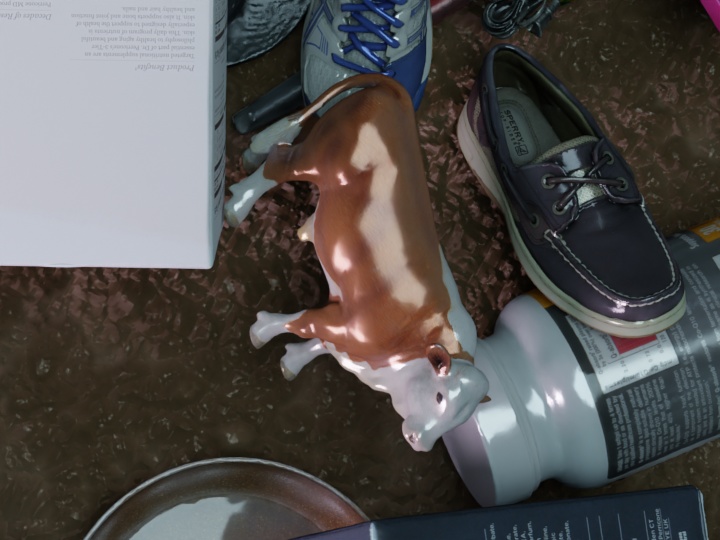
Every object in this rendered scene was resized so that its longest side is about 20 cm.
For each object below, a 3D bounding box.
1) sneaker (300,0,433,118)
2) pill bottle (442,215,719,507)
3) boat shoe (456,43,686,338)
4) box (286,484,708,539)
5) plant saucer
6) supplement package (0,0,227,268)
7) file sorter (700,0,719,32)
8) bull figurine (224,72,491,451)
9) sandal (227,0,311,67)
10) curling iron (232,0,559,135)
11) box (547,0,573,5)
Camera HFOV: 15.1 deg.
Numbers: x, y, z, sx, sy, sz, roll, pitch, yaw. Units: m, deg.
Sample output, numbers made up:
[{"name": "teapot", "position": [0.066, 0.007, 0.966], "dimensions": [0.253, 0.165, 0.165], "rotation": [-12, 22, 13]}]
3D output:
[{"name": "sneaker", "position": [0.006, -0.156, 1.452], "dimensions": [0.075, 0.088, 0.200], "rotation": [13, 95, 9]}, {"name": "pill bottle", "position": [0.144, 0.052, 1.497], "dimensions": [0.200, 0.116, 0.116], "rotation": [-21, 91, -12]}, {"name": "boat shoe", "position": [0.111, -0.046, 1.470], "dimensions": [0.072, 0.065, 0.200], "rotation": [-18, 49, -14]}, {"name": "box", "position": [0.065, 0.181, 1.430], "dimensions": [0.200, 0.148, 0.107], "rotation": [-4, 82, -28]}, {"name": "plant saucer", "position": [-0.071, 0.202, 1.485], "dimensions": [0.200, 0.032, 0.200], "rotation": [1, 86, -15]}, {"name": "supplement package", "position": [-0.146, -0.112, 1.399], "dimensions": [0.152, 0.151, 0.200], "rotation": [1, 100, 0]}, {"name": "file sorter", "position": [0.227, -0.261, 1.495], "dimensions": [0.139, 0.125, 0.200], "rotation": [-26, 81, -32]}, {"name": "bull figurine", "position": [0.000, 0.000, 1.428], "dimensions": [0.121, 0.065, 0.200], "rotation": [-12, 83, 21]}, {"name": "sandal", "position": [-0.116, -0.142, 1.491], "dimensions": [0.200, 0.048, 0.075], "rotation": [-13, 89, -11]}, {"name": "curling iron", "position": [0.020, -0.124, 1.505], "dimensions": [0.200, 0.026, 0.050], "rotation": [-23, 60, 4]}, {"name": "box", "position": [0.040, -0.230, 1.530], "dimensions": [0.200, 0.048, 0.117], "rotation": [15, 84, -13]}]
